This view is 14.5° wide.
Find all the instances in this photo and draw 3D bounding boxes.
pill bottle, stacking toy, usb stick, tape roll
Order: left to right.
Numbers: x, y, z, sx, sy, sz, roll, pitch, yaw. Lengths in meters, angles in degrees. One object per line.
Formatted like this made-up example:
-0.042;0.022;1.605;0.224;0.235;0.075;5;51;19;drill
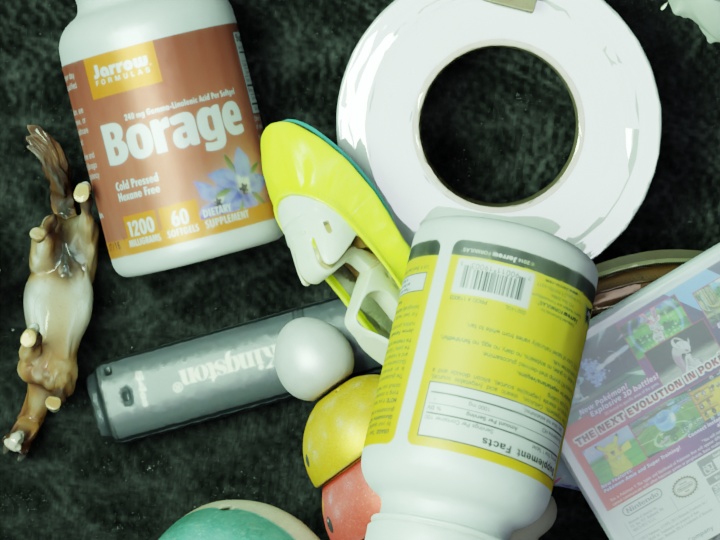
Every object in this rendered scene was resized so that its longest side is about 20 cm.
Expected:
-0.121;-0.104;1.738;0.112;0.112;0.201;-14;93;4;pill bottle
-0.073;0.061;1.786;0.199;0.033;0.056;-15;93;5;usb stick
0.013;0.115;1.738;0.146;0.146;0.200;-36;84;5;stacking toy
0.064;0.079;1.630;0.112;0.112;0.201;14;76;2;pill bottle
0.085;-0.088;1.749;0.201;0.071;0.204;0;94;3;tape roll

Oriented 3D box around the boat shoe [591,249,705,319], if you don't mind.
0.210;0.031;1.728;0.199;0.072;0.068;-6;61;-3;boat shoe

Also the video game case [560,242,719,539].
0.220;0.086;1.693;0.199;0.023;0.183;-30;92;6;video game case

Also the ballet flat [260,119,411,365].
0.000;0.000;1.699;0.200;0.067;0.067;50;51;-10;ballet flat

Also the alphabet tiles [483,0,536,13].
0.048;-0.271;1.716;0.166;0.008;0.201;15;81;0;alphabet tiles

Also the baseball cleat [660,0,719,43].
0.187;-0.228;1.682;0.106;0.070;0.200;-37;112;21;baseball cleat

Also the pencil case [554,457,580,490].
0.203;0.108;1.749;0.199;0.083;0.091;13;75;2;pencil case

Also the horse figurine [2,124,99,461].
-0.191;0.016;1.756;0.050;0.133;0.201;5;83;-4;horse figurine

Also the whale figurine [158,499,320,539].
-0.075;0.245;1.755;0.158;0.104;0.201;1;107;30;whale figurine
